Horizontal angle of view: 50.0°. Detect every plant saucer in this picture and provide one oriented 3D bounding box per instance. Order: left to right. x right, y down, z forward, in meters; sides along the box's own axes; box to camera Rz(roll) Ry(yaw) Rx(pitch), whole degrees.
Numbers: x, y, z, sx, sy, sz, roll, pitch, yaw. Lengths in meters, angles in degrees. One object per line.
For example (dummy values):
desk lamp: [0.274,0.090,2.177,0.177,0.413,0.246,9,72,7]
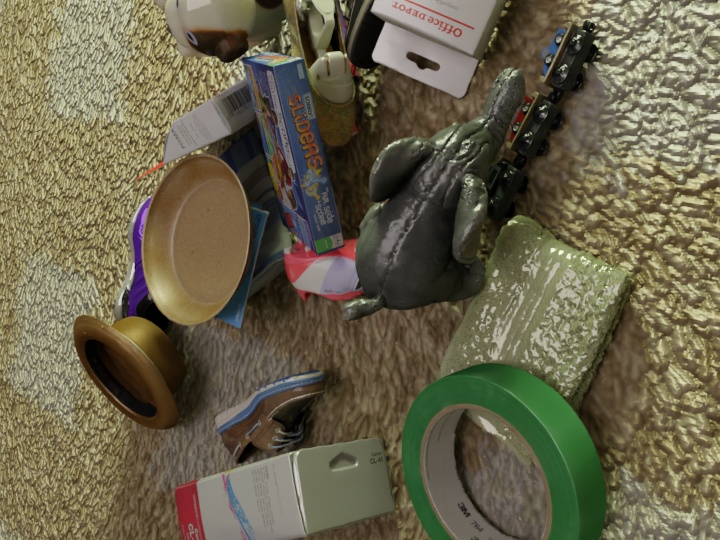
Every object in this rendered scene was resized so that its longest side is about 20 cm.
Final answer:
plant saucer: [-0.188,-0.035,0.917,0.198,0.035,0.203,-4,83,39]

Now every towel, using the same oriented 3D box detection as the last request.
towel: [-0.160,-0.066,1.017,0.146,0.024,0.202,-33,66,34]
towel: [0.156,0.064,0.724,0.148,0.036,0.202,34,109,36]

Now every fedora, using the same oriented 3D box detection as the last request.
fedora: [-0.308,0.128,1.072,0.199,0.082,0.202,24,136,26]

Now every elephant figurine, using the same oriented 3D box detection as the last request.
elephant figurine: [0.067,-0.069,0.692,0.156,0.140,0.201,-100,22,-45]

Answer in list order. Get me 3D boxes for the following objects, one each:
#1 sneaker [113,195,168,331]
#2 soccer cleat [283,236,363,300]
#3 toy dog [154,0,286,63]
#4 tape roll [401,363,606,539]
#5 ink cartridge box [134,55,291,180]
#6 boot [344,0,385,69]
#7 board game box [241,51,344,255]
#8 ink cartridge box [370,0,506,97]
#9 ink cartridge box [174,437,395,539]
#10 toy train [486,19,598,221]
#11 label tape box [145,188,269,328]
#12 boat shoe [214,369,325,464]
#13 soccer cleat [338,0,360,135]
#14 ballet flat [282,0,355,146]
sneaker: [-0.282,-0.003,1.096,0.099,0.069,0.202,23,106,33]
soccer cleat: [0.000,0.000,0.858,0.198,0.067,0.077,1,123,34]
toy dog: [-0.147,-0.309,0.902,0.192,0.200,0.141,1,119,20]
tape roll: [0.124,0.189,0.705,0.199,0.048,0.203,14,110,44]
ink cartridge box: [-0.186,-0.191,0.962,0.198,0.163,0.058,-9,116,38]
boot: [0.006,-0.344,0.863,0.151,0.073,0.202,44,123,40]
board game box: [-0.075,-0.130,0.842,0.135,0.034,0.202,-140,35,-62]
ink cartridge box: [0.088,-0.286,0.760,0.115,0.068,0.202,25,105,10]
ink cartridge box: [-0.084,0.249,0.846,0.199,0.147,0.087,-23,72,38]
toy train: [0.165,-0.142,0.736,0.046,0.034,0.202,45,117,47]
label tape box: [-0.180,-0.025,0.975,0.199,0.066,0.145,19,99,37]
boat shoe: [-0.099,0.178,0.923,0.200,0.072,0.073,-36,69,44]
soccer cleat: [-0.031,-0.248,0.902,0.072,0.068,0.203,1,81,14]
ballet flat: [-0.041,-0.237,0.830,0.070,0.070,0.203,-18,81,38]
